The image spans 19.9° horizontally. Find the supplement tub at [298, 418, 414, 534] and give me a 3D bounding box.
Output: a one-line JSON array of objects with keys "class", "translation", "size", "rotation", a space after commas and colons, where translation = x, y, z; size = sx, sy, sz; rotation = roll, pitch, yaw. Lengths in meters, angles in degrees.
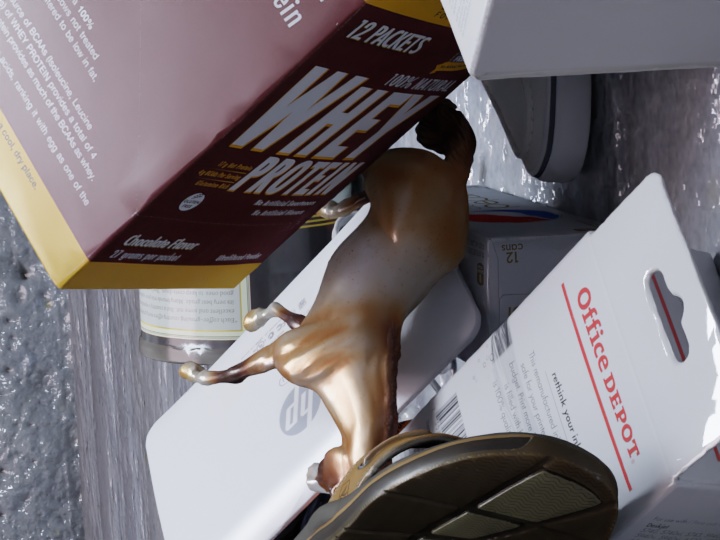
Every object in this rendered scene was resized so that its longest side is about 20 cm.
[{"class": "supplement tub", "translation": [0.025, 0.162, 0.989], "size": [0.201, 0.122, 0.123], "rotation": [101, 159, -54]}]

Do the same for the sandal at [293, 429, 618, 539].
[{"class": "sandal", "translation": [0.026, 0.096, 0.799], "size": [0.200, 0.081, 0.055], "rotation": [-42, 27, 54]}]

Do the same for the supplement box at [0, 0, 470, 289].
[{"class": "supplement box", "translation": [-0.069, -0.128, 0.862], "size": [0.200, 0.133, 0.198], "rotation": [-41, 71, 23]}]

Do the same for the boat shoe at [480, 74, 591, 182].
[{"class": "boat shoe", "translation": [0.058, -0.131, 0.963], "size": [0.072, 0.065, 0.201], "rotation": [119, 144, -63]}]

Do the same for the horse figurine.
[{"class": "horse figurine", "translation": [0.000, 0.000, 0.905], "size": [0.132, 0.050, 0.201], "rotation": [14, 70, 51]}]

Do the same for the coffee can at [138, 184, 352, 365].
[{"class": "coffee can", "translation": [-0.076, -0.049, 1.327], "size": [0.146, 0.145, 0.202], "rotation": [-157, 64, -73]}]

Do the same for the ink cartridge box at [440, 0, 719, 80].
[{"class": "ink cartridge box", "translation": [0.082, -0.186, 0.746], "size": [0.129, 0.124, 0.201], "rotation": [103, 157, -47]}]

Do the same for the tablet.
[{"class": "tablet", "translation": [-0.028, 0.053, 0.959], "size": [0.200, 0.014, 0.130], "rotation": [-46, 35, 19]}]

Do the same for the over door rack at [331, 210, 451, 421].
[{"class": "over door rack", "translation": [0.033, 0.082, 1.141], "size": [0.201, 0.066, 0.148], "rotation": [63, 156, 24]}]

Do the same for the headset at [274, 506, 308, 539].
[{"class": "headset", "translation": [-0.046, 0.134, 1.043], "size": [0.094, 0.200, 0.124], "rotation": [36, 151, 16]}]

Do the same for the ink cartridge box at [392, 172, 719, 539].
[{"class": "ink cartridge box", "translation": [0.098, 0.068, 0.808], "size": [0.200, 0.067, 0.117], "rotation": [-50, 44, 40]}]

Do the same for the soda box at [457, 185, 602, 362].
[{"class": "soda box", "translation": [0.059, 0.001, 0.990], "size": [0.200, 0.068, 0.064], "rotation": [-155, 62, -72]}]
